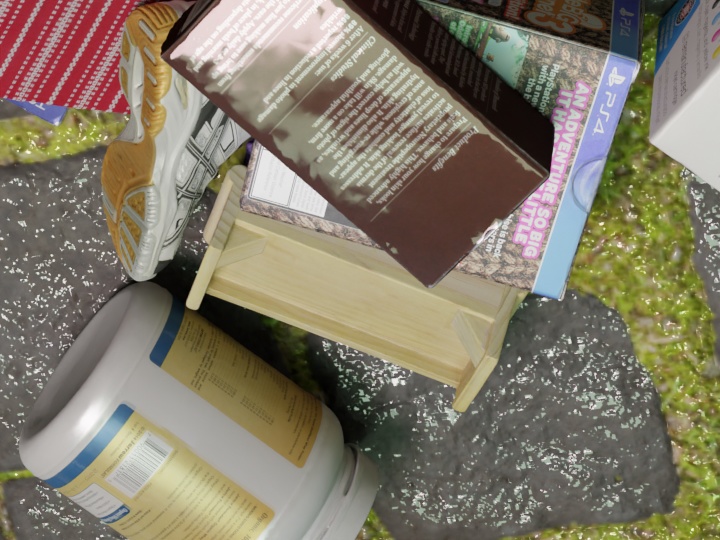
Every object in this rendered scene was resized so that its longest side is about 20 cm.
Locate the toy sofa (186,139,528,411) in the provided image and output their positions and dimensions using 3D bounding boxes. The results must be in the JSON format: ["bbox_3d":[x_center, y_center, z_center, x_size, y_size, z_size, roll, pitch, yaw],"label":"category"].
[{"bbox_3d":[0.000,0.000,1.522,0.199,0.098,0.083,21,149,-4],"label":"toy sofa"}]

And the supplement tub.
[{"bbox_3d":[-0.102,0.117,1.567,0.200,0.145,0.145,37,121,-14],"label":"supplement tub"}]

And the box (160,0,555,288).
[{"bbox_3d":[0.002,-0.097,1.333,0.200,0.075,0.100,42,115,-12],"label":"box"}]

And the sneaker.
[{"bbox_3d":[-0.100,-0.074,1.466,0.087,0.076,0.201,-12,140,-28],"label":"sneaker"}]

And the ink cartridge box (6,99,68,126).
[{"bbox_3d":[-0.231,-0.194,1.450,0.196,0.043,0.200,26,122,-8],"label":"ink cartridge box"}]

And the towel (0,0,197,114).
[{"bbox_3d":[-0.164,-0.155,1.405,0.199,0.023,0.145,5,130,-42],"label":"towel"}]

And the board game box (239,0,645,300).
[{"bbox_3d":[0.047,-0.097,1.422,0.199,0.097,0.160,16,119,-1],"label":"board game box"}]

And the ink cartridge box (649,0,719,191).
[{"bbox_3d":[0.275,-0.134,1.335,0.144,0.147,0.200,33,122,-12],"label":"ink cartridge box"}]
